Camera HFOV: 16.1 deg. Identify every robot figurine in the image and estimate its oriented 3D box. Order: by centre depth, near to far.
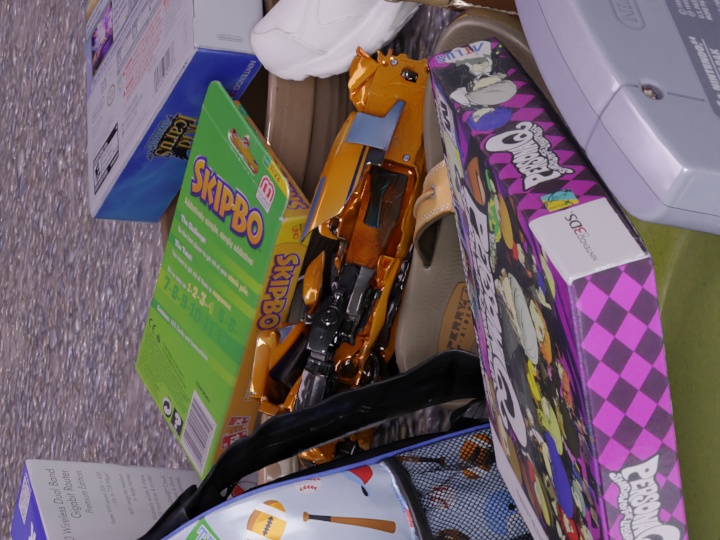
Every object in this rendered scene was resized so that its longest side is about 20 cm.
[{"bbox_3d":[0.000,0.000,1.243,0.145,0.058,0.201,43,-115,-74],"label":"robot figurine"}]

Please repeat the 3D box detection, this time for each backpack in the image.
[{"bbox_3d":[-0.012,0.147,1.144,0.200,0.189,0.155,-51,50,55],"label":"backpack"}]

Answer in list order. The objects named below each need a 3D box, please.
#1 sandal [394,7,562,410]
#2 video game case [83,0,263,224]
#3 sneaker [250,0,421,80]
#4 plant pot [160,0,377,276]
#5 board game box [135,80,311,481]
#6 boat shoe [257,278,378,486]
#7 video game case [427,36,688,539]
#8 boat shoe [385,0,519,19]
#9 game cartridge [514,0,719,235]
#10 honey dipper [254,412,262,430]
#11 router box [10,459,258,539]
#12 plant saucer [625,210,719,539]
[{"bbox_3d":[0.052,-0.019,1.164,0.054,0.080,0.201,-42,-33,-59],"label":"sandal"},{"bbox_3d":[-0.106,-0.151,1.420,0.200,0.045,0.183,131,139,-56],"label":"video game case"},{"bbox_3d":[0.006,-0.169,1.243,0.200,0.099,0.078,-33,15,37],"label":"sneaker"},{"bbox_3d":[-0.041,-0.073,1.418,0.201,0.092,0.202,-174,90,-68],"label":"plant pot"},{"bbox_3d":[-0.071,0.006,1.322,0.096,0.030,0.201,55,143,39],"label":"board game box"},{"bbox_3d":[-0.019,0.072,1.361,0.200,0.064,0.072,-83,1,-63],"label":"boat shoe"},{"bbox_3d":[0.077,0.039,0.958,0.182,0.036,0.201,-117,13,-57],"label":"video game case"},{"bbox_3d":[0.016,-0.151,1.154,0.074,0.199,0.076,-49,-27,-55],"label":"boat shoe"},{"bbox_3d":[0.123,-0.084,0.929,0.041,0.133,0.201,-58,31,35],"label":"game cartridge"},{"bbox_3d":[-0.067,0.006,1.554,0.038,0.038,0.201,127,147,-54],"label":"honey dipper"},{"bbox_3d":[-0.077,0.177,1.323,0.200,0.178,0.049,-120,40,-56],"label":"router box"},{"bbox_3d":[0.142,0.040,0.990,0.200,0.031,0.202,-174,90,-71],"label":"plant saucer"}]
